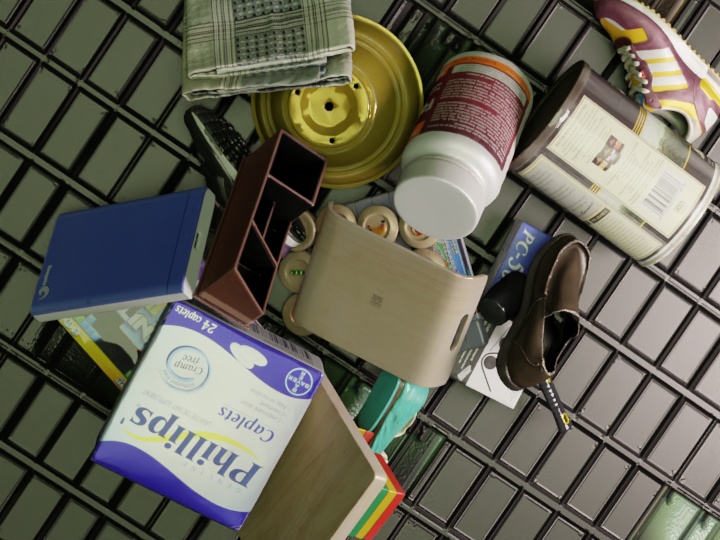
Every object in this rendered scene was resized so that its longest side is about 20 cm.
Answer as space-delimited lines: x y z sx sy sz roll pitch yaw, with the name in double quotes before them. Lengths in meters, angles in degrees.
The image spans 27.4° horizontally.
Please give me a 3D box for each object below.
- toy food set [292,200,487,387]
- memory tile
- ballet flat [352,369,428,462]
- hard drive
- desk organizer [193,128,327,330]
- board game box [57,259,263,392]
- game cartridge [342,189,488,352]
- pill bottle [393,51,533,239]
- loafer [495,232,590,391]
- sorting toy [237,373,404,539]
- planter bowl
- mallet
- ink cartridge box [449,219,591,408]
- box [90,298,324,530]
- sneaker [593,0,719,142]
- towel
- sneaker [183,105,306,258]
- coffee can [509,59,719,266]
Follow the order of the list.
"toy food set" 0.028 0.026 1.650 0.200 0.060 0.144 26 115 14
"memory tile" 0.000 0.000 1.687 0.199 0.017 0.154 -1 96 18
"ballet flat" 0.015 0.195 1.713 0.070 0.067 0.200 22 112 -35
"hard drive" -0.257 -0.017 1.594 0.199 0.025 0.132 -9 54 27
"desk organizer" -0.103 -0.047 1.568 0.072 0.077 0.200 32 51 -22
"board game box" -0.229 0.056 1.668 0.165 0.057 0.200 -41 97 1
"game cartridge" 0.063 0.004 1.693 0.129 0.038 0.201 -16 92 22
"pill bottle" 0.111 -0.137 1.623 0.114 0.114 0.200 30 52 -7
"loafer" 0.220 0.048 1.641 0.073 0.071 0.200 42 60 -37
"sorting toy" -0.049 0.247 1.651 0.069 0.199 0.200 21 112 -36
"planter bowl" -0.031 -0.186 1.651 0.200 0.083 0.201 1 101 6
"mallet" 0.192 0.103 1.684 0.066 0.041 0.201 -30 106 -39
"ink cartridge box" 0.180 0.050 1.727 0.094 0.044 0.200 26 93 -8
"box" -0.165 0.149 1.604 0.184 0.105 0.200 27 94 -9
"sneaker" 0.332 -0.232 1.699 0.200 0.075 0.090 40 86 -6
"towel" -0.104 -0.278 1.621 0.192 0.035 0.201 -6 60 2
"sneaker" -0.155 -0.090 1.675 0.087 0.076 0.200 -36 86 20
"coffee can" 0.284 -0.120 1.670 0.200 0.146 0.147 36 92 -7
